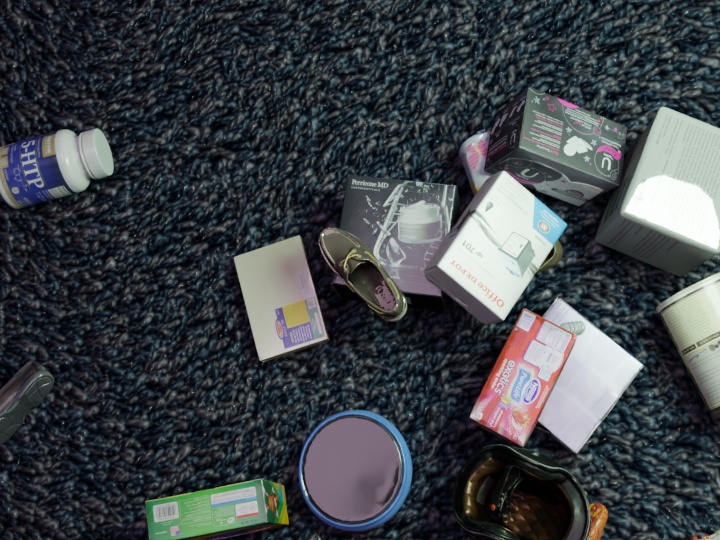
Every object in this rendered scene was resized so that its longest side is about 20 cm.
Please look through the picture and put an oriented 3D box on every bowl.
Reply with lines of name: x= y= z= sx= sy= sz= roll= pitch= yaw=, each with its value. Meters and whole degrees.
bowl: x=-0.011 y=0.340 z=1.644 sx=0.197 sy=0.039 sz=0.204 roll=-2 pitch=75 yaw=9

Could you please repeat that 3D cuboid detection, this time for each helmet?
helmet: x=0.261 y=0.379 z=1.520 sx=0.190 sy=0.199 sz=0.202 roll=33 pitch=81 yaw=-27

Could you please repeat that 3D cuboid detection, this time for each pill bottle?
pill bottle: x=-0.576 y=-0.198 z=1.813 sx=0.197 sy=0.120 sz=0.122 roll=-15 pitch=75 yaw=4

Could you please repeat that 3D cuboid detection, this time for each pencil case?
pencil case: x=0.243 y=-0.146 z=1.702 sx=0.089 sy=0.083 sz=0.203 roll=-14 pitch=75 yaw=-10

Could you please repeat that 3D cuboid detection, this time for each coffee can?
coffee can: x=0.589 y=0.119 z=1.556 sx=0.145 sy=0.146 sz=0.202 roll=-24 pitch=75 yaw=2

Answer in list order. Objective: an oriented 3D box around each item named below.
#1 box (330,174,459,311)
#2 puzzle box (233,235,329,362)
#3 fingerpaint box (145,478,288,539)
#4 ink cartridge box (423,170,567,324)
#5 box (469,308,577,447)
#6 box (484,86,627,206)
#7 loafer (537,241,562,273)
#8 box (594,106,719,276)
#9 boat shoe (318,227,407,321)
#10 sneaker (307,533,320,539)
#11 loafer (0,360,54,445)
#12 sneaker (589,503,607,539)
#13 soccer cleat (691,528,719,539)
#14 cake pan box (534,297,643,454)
box: x=0.064 y=-0.047 z=1.685 sx=0.197 sy=0.124 sz=0.200 roll=6 pitch=76 yaw=10
puzzle box: x=-0.144 y=0.051 z=1.741 sx=0.131 sy=0.025 sz=0.203 roll=-17 pitch=75 yaw=4
fingerpaint box: x=-0.233 y=0.405 z=1.598 sx=0.197 sy=0.167 sz=0.075 roll=-12 pitch=73 yaw=4
ink cartridge box: x=0.221 y=-0.036 z=1.581 sx=0.146 sy=0.086 sz=0.201 roll=38 pitch=75 yaw=-7
box: x=0.265 y=0.178 z=1.566 sx=0.099 sy=0.096 sz=0.202 roll=26 pitch=83 yaw=15
box: x=0.330 y=-0.204 z=1.637 sx=0.197 sy=0.132 sz=0.116 roll=19 pitch=71 yaw=-16
loafer: x=0.261 y=-0.007 z=1.674 sx=0.198 sy=0.067 sz=0.077 roll=-32 pitch=75 yaw=0
box: x=0.516 y=-0.124 z=1.591 sx=0.169 sy=0.199 sz=0.202 roll=23 pitch=80 yaw=6
boat shoe: x=0.000 y=0.000 z=1.589 sx=0.072 sy=0.060 sz=0.200 roll=-41 pitch=76 yaw=0
sneaker: x=-0.037 y=0.482 z=1.598 sx=0.198 sy=0.078 sz=0.113 roll=-25 pitch=76 yaw=2
loafer: x=-0.646 y=0.250 z=1.753 sx=0.200 sy=0.072 sz=0.063 roll=-46 pitch=55 yaw=-10
sneaker: x=0.350 y=0.473 z=1.559 sx=0.077 sy=0.073 sz=0.202 roll=36 pitch=75 yaw=-22
soccer cleat: x=0.569 y=0.451 z=1.525 sx=0.198 sy=0.069 sz=0.078 roll=-26 pitch=78 yaw=-1
cake pan box: x=0.346 y=0.181 z=1.628 sx=0.183 sy=0.052 sz=0.201 roll=37 pitch=84 yaw=16
